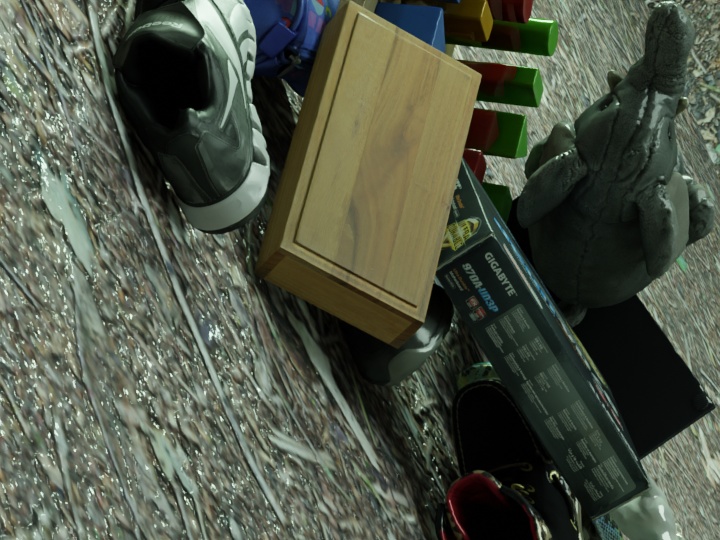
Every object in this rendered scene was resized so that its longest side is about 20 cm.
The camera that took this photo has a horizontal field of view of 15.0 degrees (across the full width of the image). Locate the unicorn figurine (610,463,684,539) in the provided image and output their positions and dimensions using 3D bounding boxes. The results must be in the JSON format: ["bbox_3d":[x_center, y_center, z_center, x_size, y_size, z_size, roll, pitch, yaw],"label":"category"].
[{"bbox_3d":[0.204,0.183,2.066,0.138,0.074,0.200,54,15,-4],"label":"unicorn figurine"}]

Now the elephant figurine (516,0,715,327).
[{"bbox_3d":[0.163,-0.061,1.778,0.200,0.141,0.156,81,-9,-77],"label":"elephant figurine"}]

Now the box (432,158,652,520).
[{"bbox_3d":[0.103,0.039,1.709,0.200,0.046,0.159,57,7,-19],"label":"box"}]

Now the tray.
[{"bbox_3d":[0.008,-0.060,1.628,0.098,0.037,0.201,28,51,-16],"label":"tray"}]

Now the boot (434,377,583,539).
[{"bbox_3d":[0.091,0.149,1.720,0.151,0.073,0.201,38,36,-67],"label":"boot"}]

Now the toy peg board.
[{"bbox_3d":[0.057,-0.138,1.802,0.199,0.097,0.201,66,37,-61],"label":"toy peg board"}]

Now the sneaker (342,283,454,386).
[{"bbox_3d":[0.000,0.000,1.688,0.079,0.075,0.200,43,14,-28],"label":"sneaker"}]

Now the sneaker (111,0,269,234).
[{"bbox_3d":[-0.098,-0.119,1.504,0.091,0.066,0.201,53,19,-48],"label":"sneaker"}]

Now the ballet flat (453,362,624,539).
[{"bbox_3d":[0.123,0.152,1.862,0.200,0.074,0.074,54,16,-25],"label":"ballet flat"}]

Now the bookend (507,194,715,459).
[{"bbox_3d":[0.159,0.056,1.958,0.200,0.092,0.199,56,-1,13],"label":"bookend"}]

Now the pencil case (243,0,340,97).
[{"bbox_3d":[-0.044,-0.156,1.760,0.087,0.078,0.200,55,11,12],"label":"pencil case"}]
